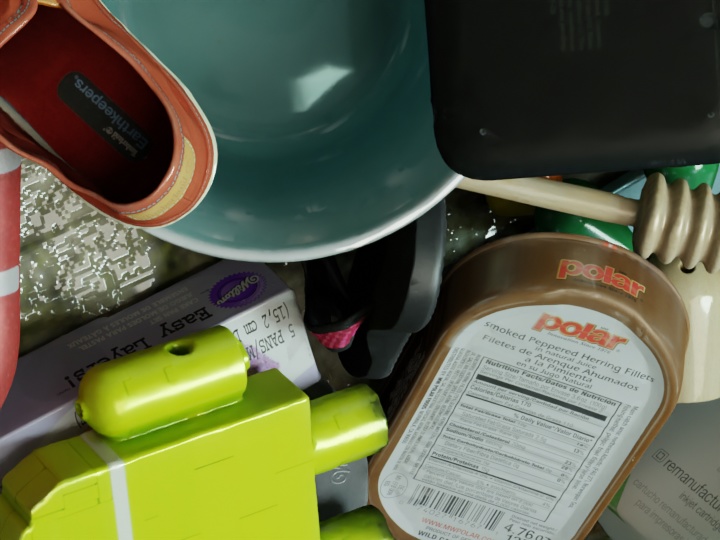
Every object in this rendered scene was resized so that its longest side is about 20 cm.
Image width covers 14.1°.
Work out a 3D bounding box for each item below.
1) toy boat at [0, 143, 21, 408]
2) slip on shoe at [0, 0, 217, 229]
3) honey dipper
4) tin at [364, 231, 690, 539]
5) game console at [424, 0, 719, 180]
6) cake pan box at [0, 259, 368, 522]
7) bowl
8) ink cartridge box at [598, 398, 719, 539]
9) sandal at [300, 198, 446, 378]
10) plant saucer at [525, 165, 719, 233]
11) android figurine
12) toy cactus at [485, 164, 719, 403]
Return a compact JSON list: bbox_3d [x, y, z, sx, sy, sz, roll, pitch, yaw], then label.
[{"bbox_3d":[-0.179,-0.006,1.096,0.130,0.131,0.201,-9,117,-26],"label":"toy boat"},{"bbox_3d":[-0.132,-0.090,1.034,0.200,0.061,0.074,42,93,-4],"label":"slip on shoe"},{"bbox_3d":[0.066,-0.035,1.220,0.198,0.038,0.038,12,110,-2],"label":"honey dipper"},{"bbox_3d":[0.070,0.062,1.269,0.111,0.042,0.200,15,137,-11],"label":"tin"},{"bbox_3d":[0.109,-0.141,1.086,0.174,0.116,0.202,-4,94,4],"label":"game console"},{"bbox_3d":[-0.093,0.110,1.256,0.199,0.052,0.185,-27,126,-17],"label":"cake pan box"},{"bbox_3d":[-0.037,-0.108,1.120,0.199,0.105,0.202,0,96,-4],"label":"bowl"},{"bbox_3d":[0.205,0.066,1.347,0.200,0.145,0.088,-41,125,-5],"label":"ink cartridge box"},{"bbox_3d":[0.000,0.000,1.191,0.045,0.200,0.076,4,81,-6],"label":"sandal"},{"bbox_3d":[0.111,-0.006,1.337,0.199,0.019,0.070,-30,125,-13],"label":"plant saucer"},{"bbox_3d":[-0.079,0.115,1.210,0.199,0.041,0.183,-19,122,-22],"label":"android figurine"},{"bbox_3d":[0.134,-0.027,1.281,0.198,0.102,0.166,-5,98,-13],"label":"toy cactus"}]
